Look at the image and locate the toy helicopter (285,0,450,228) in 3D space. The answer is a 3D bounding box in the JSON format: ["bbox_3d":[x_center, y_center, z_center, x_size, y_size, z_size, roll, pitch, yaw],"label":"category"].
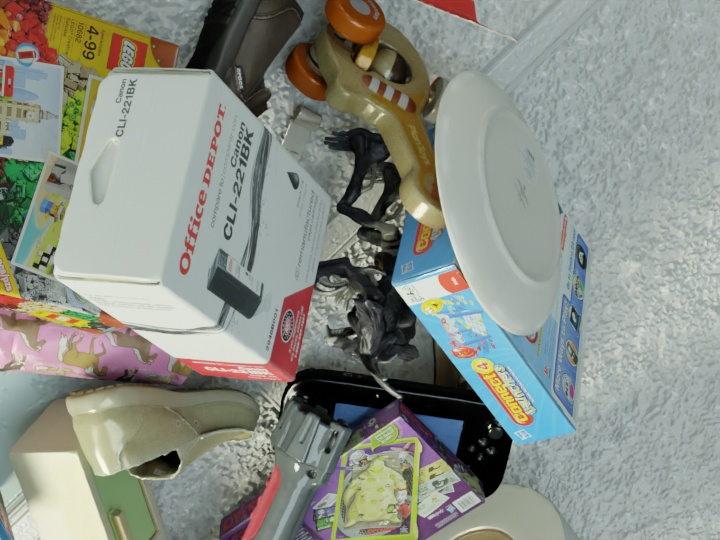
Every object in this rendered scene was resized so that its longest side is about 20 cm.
[{"bbox_3d":[0.034,-0.113,1.002,0.131,0.202,0.079,7,140,-38],"label":"toy helicopter"}]

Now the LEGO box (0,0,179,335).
[{"bbox_3d":[-0.219,-0.072,0.916,0.147,0.077,0.203,14,75,-27],"label":"LEGO box"}]

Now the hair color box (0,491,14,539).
[{"bbox_3d":[-0.360,0.210,0.984,0.198,0.100,0.061,-28,117,-12],"label":"hair color box"}]

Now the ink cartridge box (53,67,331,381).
[{"bbox_3d":[-0.104,-0.025,0.897,0.200,0.083,0.146,44,54,-59],"label":"ink cartridge box"}]

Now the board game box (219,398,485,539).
[{"bbox_3d":[-0.008,0.202,1.129,0.199,0.032,0.120,-35,121,19],"label":"board game box"}]

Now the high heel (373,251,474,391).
[{"bbox_3d":[0.058,0.079,1.142,0.199,0.072,0.143,33,102,-25],"label":"high heel"}]

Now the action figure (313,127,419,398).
[{"bbox_3d":[0.000,0.000,1.029,0.119,0.101,0.203,43,45,-51],"label":"action figure"}]

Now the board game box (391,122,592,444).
[{"bbox_3d":[0.112,-0.003,1.061,0.055,0.202,0.196,-18,128,30],"label":"board game box"}]

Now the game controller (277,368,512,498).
[{"bbox_3d":[0.028,0.140,1.126,0.197,0.042,0.106,8,110,-3],"label":"game controller"}]

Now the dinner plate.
[{"bbox_3d":[0.113,-0.053,0.999,0.024,0.201,0.201,-14,122,29],"label":"dinner plate"}]

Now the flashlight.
[{"bbox_3d":[-0.079,0.201,1.076,0.067,0.068,0.202,23,93,-11],"label":"flashlight"}]

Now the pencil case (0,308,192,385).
[{"bbox_3d":[-0.218,0.038,0.994,0.197,0.086,0.084,6,85,-24],"label":"pencil case"}]

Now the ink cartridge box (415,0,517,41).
[{"bbox_3d":[0.010,-0.223,0.936,0.159,0.200,0.051,15,102,-27],"label":"ink cartridge box"}]

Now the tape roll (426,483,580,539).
[{"bbox_3d":[0.124,0.310,1.171,0.202,0.203,0.140,-40,119,-5],"label":"tape roll"}]

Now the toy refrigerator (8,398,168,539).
[{"bbox_3d":[-0.199,0.206,1.052,0.069,0.076,0.203,-4,115,21],"label":"toy refrigerator"}]

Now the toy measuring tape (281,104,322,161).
[{"bbox_3d":[-0.072,-0.028,1.043,0.073,0.074,0.202,22,99,-28],"label":"toy measuring tape"}]

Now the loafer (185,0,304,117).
[{"bbox_3d":[-0.099,-0.127,0.995,0.070,0.073,0.202,24,98,-28],"label":"loafer"}]

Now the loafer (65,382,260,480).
[{"bbox_3d":[-0.149,0.125,1.023,0.199,0.075,0.069,11,74,-56],"label":"loafer"}]
